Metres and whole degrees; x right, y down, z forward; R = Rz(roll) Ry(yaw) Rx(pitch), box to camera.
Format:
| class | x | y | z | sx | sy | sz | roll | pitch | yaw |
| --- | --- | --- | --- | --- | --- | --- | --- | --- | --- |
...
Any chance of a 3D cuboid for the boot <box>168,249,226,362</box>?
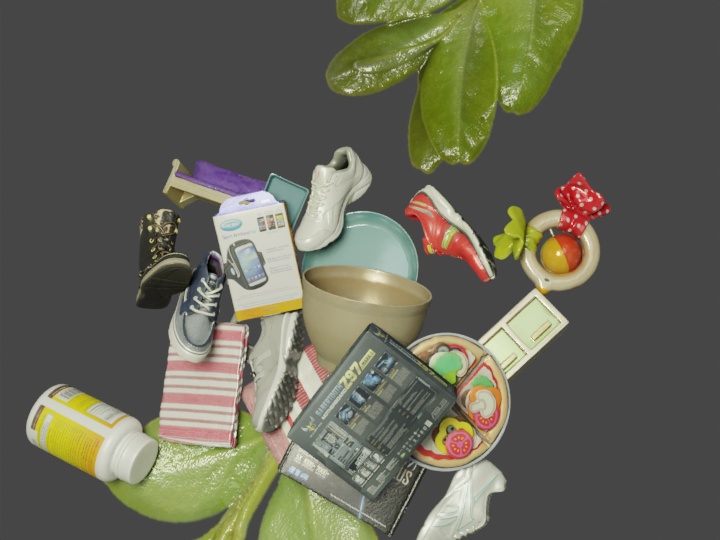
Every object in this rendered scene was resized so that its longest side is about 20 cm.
| class | x | y | z | sx | sy | sz | roll | pitch | yaw |
| --- | --- | --- | --- | --- | --- | --- | --- | --- | --- |
| boot | -0.259 | 0.052 | 1.312 | 0.091 | 0.072 | 0.201 | -56 | 27 | 28 |

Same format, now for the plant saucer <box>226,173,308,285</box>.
| class | x | y | z | sx | sy | sz | roll | pitch | yaw |
| --- | --- | --- | --- | --- | --- | --- | --- | --- | --- |
| plant saucer | -0.154 | -0.056 | 1.339 | 0.069 | 0.019 | 0.202 | 23 | 102 | -7 |

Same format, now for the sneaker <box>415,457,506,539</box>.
| class | x | y | z | sx | sy | sz | roll | pitch | yaw |
| --- | --- | --- | --- | --- | --- | --- | --- | --- | --- |
| sneaker | 0.145 | 0.371 | 1.208 | 0.080 | 0.070 | 0.201 | 34 | 83 | 14 |

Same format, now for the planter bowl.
| class | x | y | z | sx | sy | sz | roll | pitch | yaw |
| --- | --- | --- | --- | --- | --- | --- | --- | --- | --- |
| planter bowl | 0.000 | 0.084 | 1.237 | 0.198 | 0.200 | 0.136 | 13 | 105 | 14 |

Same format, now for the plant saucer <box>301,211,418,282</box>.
| class | x | y | z | sx | sy | sz | roll | pitch | yaw |
| --- | --- | --- | --- | --- | --- | --- | --- | --- | --- |
| plant saucer | 0.000 | 0.000 | 1.359 | 0.198 | 0.027 | 0.203 | -3 | 75 | 10 |

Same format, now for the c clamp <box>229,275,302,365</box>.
| class | x | y | z | sx | sy | sz | roll | pitch | yaw |
| --- | --- | --- | --- | --- | --- | --- | --- | --- | --- |
| c clamp | -0.185 | 0.075 | 1.373 | 0.170 | 0.027 | 0.201 | 27 | 82 | 16 |

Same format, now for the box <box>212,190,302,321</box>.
| class | x | y | z | sx | sy | sz | roll | pitch | yaw |
| --- | --- | --- | --- | --- | --- | --- | --- | --- | --- |
| box | -0.164 | -0.027 | 1.318 | 0.118 | 0.041 | 0.202 | -11 | 101 | 1 |

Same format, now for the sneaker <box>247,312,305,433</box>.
| class | x | y | z | sx | sy | sz | roll | pitch | yaw |
| --- | --- | --- | --- | --- | --- | --- | --- | --- | --- |
| sneaker | -0.146 | 0.164 | 1.307 | 0.081 | 0.075 | 0.202 | 2 | 61 | 20 |

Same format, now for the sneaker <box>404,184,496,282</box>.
| class | x | y | z | sx | sy | sz | roll | pitch | yaw |
| --- | --- | --- | --- | --- | --- | --- | --- | --- | --- |
| sneaker | 0.147 | -0.047 | 1.330 | 0.085 | 0.077 | 0.201 | -42 | 65 | 9 |

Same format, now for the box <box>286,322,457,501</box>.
| class | x | y | z | sx | sy | sz | roll | pitch | yaw |
| --- | --- | --- | --- | --- | --- | --- | --- | --- | --- |
| box | 0.016 | 0.199 | 1.137 | 0.157 | 0.051 | 0.201 | 36 | 103 | -2 |

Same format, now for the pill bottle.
| class | x | y | z | sx | sy | sz | roll | pitch | yaw |
| --- | --- | --- | --- | --- | --- | --- | --- | --- | --- |
| pill bottle | -0.435 | 0.271 | 1.322 | 0.198 | 0.109 | 0.110 | 22 | 80 | 16 |

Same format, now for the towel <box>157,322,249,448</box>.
| class | x | y | z | sx | sy | sz | roll | pitch | yaw |
| --- | --- | --- | --- | --- | --- | --- | --- | --- | --- |
| towel | -0.259 | 0.187 | 1.344 | 0.145 | 0.030 | 0.202 | 1 | 77 | 21 |

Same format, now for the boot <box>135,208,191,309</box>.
| class | x | y | z | sx | sy | sz | roll | pitch | yaw |
| --- | --- | --- | --- | --- | --- | --- | --- | --- | --- |
| boot | -0.332 | -0.032 | 1.359 | 0.072 | 0.200 | 0.152 | 6 | 66 | -23 |

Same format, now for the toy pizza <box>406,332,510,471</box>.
| class | x | y | z | sx | sy | sz | roll | pitch | yaw |
| --- | --- | --- | --- | --- | --- | --- | --- | --- | --- |
| toy pizza | 0.129 | 0.193 | 1.185 | 0.198 | 0.032 | 0.203 | 1 | 86 | -11 |

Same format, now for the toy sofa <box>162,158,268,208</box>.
| class | x | y | z | sx | sy | sz | roll | pitch | yaw |
| --- | --- | --- | --- | --- | --- | --- | --- | --- | --- |
| toy sofa | -0.232 | -0.139 | 1.411 | 0.198 | 0.083 | 0.098 | 19 | 80 | 15 |

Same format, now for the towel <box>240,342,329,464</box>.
| class | x | y | z | sx | sy | sz | roll | pitch | yaw |
| --- | --- | --- | --- | --- | --- | --- | --- | --- | --- |
| towel | -0.084 | 0.204 | 1.322 | 0.199 | 0.023 | 0.145 | -32 | 70 | -1 |

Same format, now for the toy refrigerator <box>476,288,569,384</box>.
| class | x | y | z | sx | sy | sz | roll | pitch | yaw |
| --- | --- | --- | --- | --- | --- | --- | --- | --- | --- |
| toy refrigerator | 0.225 | 0.126 | 1.260 | 0.200 | 0.070 | 0.076 | -41 | 71 | -3 |

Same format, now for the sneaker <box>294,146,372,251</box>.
| class | x | y | z | sx | sy | sz | roll | pitch | yaw |
| --- | --- | --- | --- | --- | --- | --- | --- | --- | --- |
| sneaker | -0.061 | -0.125 | 1.346 | 0.077 | 0.100 | 0.201 | 10 | 59 | 34 |

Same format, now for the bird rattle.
| class | x | y | z | sx | sy | sz | roll | pitch | yaw |
| --- | --- | --- | --- | --- | --- | --- | --- | --- | --- |
| bird rattle | 0.315 | -0.050 | 1.297 | 0.198 | 0.113 | 0.165 | -21 | 83 | -9 |

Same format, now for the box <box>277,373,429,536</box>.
| class | x | y | z | sx | sy | sz | roll | pitch | yaw |
| --- | --- | --- | --- | --- | --- | --- | --- | --- | --- |
| box | -0.001 | 0.279 | 1.235 | 0.199 | 0.086 | 0.165 | 29 | 81 | 6 |
